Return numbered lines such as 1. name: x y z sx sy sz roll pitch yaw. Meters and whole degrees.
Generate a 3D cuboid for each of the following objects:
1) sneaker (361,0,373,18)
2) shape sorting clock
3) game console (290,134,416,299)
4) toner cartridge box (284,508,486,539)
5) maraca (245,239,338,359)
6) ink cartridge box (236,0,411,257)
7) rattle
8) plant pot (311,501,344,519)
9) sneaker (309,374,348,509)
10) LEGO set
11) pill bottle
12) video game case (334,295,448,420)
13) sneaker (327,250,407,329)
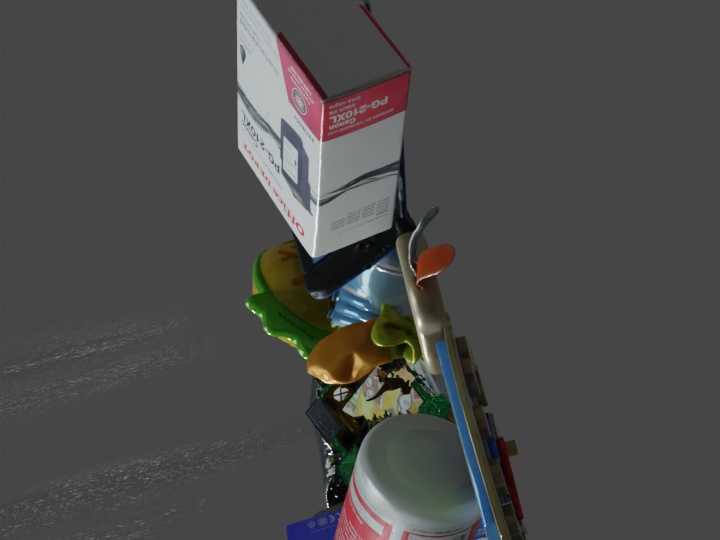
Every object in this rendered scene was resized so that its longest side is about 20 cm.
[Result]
1. sneaker: -0.023 -0.254 1.249 0.085 0.077 0.201 34 -142 -62
2. shape sorting clock: 0.095 0.133 1.000 0.200 0.039 0.201 -15 -90 -88
3. game console: -0.019 -0.100 1.306 0.118 0.170 0.200 50 -169 -29
4. toner cartridge box: 0.033 0.265 1.341 0.043 0.199 0.095 -110 5 -49
5. maraca: -0.058 0.034 1.444 0.107 0.137 0.200 -57 6 23
6. ink cartridge box: -0.035 -0.130 1.128 0.145 0.084 0.200 56 158 29
7. rattle: 0.013 0.024 1.158 0.200 0.142 0.131 59 -147 -77
8. plant pot: 0.038 0.316 1.506 0.200 0.173 0.202 -8 -90 -84
9. sneaker: -0.026 0.191 1.609 0.104 0.060 0.201 -110 12 -67
10. LEGO set: 0.046 0.154 1.285 0.116 0.154 0.200 34 180 -37
11. pill bottle: 0.035 0.225 1.149 0.113 0.112 0.201 -108 25 -46
12. video game case: 0.032 0.148 1.405 0.183 0.023 0.200 -62 38 34
13. sneaker: 0.000 0.000 1.399 0.200 0.079 0.131 -109 35 -67
